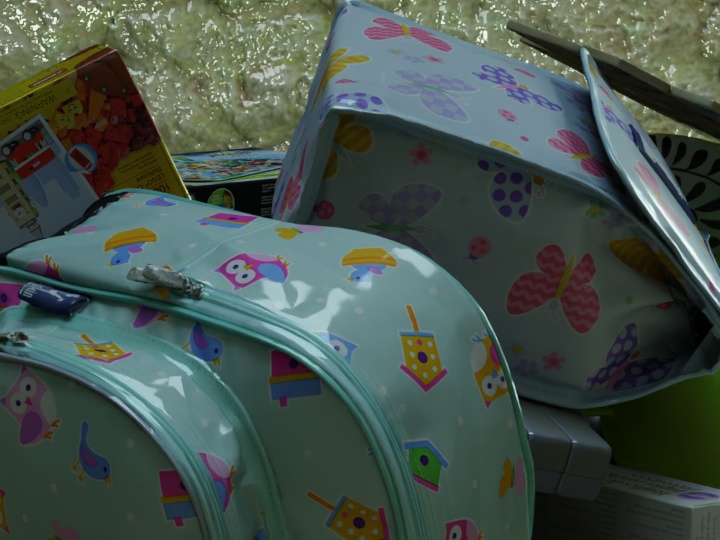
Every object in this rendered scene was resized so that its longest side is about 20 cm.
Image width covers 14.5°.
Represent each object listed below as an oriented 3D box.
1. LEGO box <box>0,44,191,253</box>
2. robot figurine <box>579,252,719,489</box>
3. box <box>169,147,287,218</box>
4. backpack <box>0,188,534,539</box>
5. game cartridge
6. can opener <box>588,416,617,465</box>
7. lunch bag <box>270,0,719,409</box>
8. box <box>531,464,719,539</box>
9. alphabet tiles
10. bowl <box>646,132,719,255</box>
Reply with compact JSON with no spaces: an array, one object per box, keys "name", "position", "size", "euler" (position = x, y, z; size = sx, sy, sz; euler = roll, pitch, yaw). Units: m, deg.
[{"name":"LEGO box","position":[-0.184,-0.005,1.435],"size":[0.199,0.149,0.077],"euler":[-28,11,-8]},{"name":"robot figurine","position":[0.195,0.046,1.344],"size":[0.175,0.116,0.200],"euler":[40,51,23]},{"name":"box","position":[-0.099,-0.042,1.617],"size":[0.199,0.035,0.110],"euler":[-8,14,-44]},{"name":"backpack","position":[-0.045,0.071,0.995],"size":[0.199,0.177,0.153],"euler":[5,25,30]},{"name":"game cartridge","position":[0.017,0.043,1.230],"size":[0.129,0.039,0.200],"euler":[17,13,-24]},{"name":"can opener","position":[0.074,0.055,1.440],"size":[0.078,0.064,0.200],"euler":[8,23,-29]},{"name":"lunch bag","position":[0.067,-0.029,1.244],"size":[0.199,0.128,0.170],"euler":[20,20,-6]},{"name":"box","position":[0.096,0.107,1.272],"size":[0.039,0.042,0.200],"euler":[-4,7,-35]},{"name":"alphabet tiles","position":[0.171,-0.074,1.377],"size":[0.199,0.006,0.166],"euler":[24,2,-32]},{"name":"bowl","position":[0.164,0.035,1.489],"size":[0.200,0.201,0.094],"euler":[4,43,30]}]
